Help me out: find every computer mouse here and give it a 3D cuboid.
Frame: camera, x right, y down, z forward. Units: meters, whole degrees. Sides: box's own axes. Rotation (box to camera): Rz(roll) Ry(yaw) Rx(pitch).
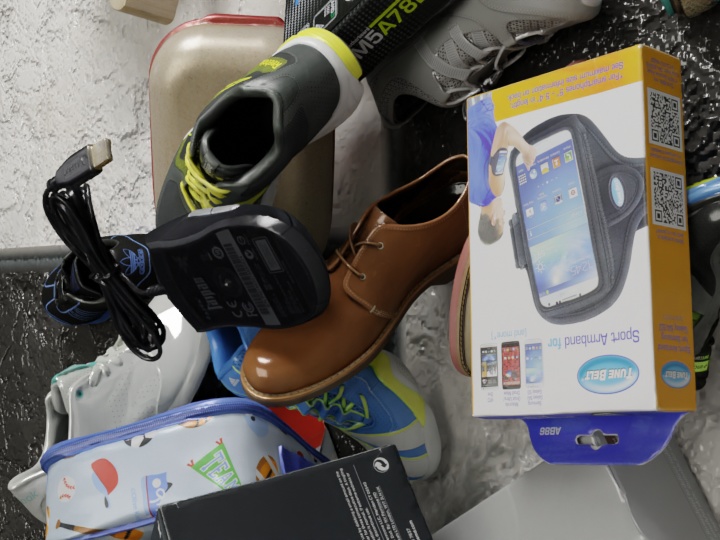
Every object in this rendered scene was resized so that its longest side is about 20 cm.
[{"bbox_3d":[-0.101,-0.025,0.690,0.199,0.046,0.141,-15,113,43],"label":"computer mouse"}]

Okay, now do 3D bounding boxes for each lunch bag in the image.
[{"bbox_3d":[-0.094,0.145,0.736,0.158,0.200,0.076,-19,64,10],"label":"lunch bag"}]

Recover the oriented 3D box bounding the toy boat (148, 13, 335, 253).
[{"bbox_3d":[-0.080,-0.090,0.847,0.129,0.131,0.203,4,115,3],"label":"toy boat"}]

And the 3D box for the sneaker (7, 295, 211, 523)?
[{"bbox_3d":[-0.172,0.081,0.816,0.075,0.088,0.202,-2,57,49],"label":"sneaker"}]

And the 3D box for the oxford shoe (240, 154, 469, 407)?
[{"bbox_3d":[0.000,0.000,0.708,0.200,0.072,0.071,-42,53,-16],"label":"oxford shoe"}]

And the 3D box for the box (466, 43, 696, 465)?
[{"bbox_3d":[0.110,-0.003,0.606,0.118,0.041,0.203,-11,75,47],"label":"box"}]

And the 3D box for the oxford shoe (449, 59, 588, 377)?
[{"bbox_3d":[0.113,-0.016,0.681,0.075,0.070,0.202,34,113,36],"label":"oxford shoe"}]

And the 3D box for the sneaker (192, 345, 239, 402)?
[{"bbox_3d":[-0.133,0.082,0.893,0.199,0.077,0.086,-25,39,44],"label":"sneaker"}]

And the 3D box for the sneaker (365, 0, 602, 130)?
[{"bbox_3d":[0.076,-0.136,0.728,0.199,0.074,0.083,-7,90,56],"label":"sneaker"}]

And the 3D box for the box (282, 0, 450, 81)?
[{"bbox_3d":[0.026,-0.231,0.736,0.193,0.047,0.202,-38,38,40],"label":"box"}]

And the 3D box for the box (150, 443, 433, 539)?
[{"bbox_3d":[-0.054,0.194,0.682,0.201,0.139,0.080,113,142,-51],"label":"box"}]

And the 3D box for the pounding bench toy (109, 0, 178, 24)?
[{"bbox_3d":[-0.173,-0.313,0.930,0.157,0.123,0.201,-54,55,29],"label":"pounding bench toy"}]

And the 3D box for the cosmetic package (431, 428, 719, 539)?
[{"bbox_3d":[0.107,0.179,0.673,0.200,0.090,0.108,-39,62,34],"label":"cosmetic package"}]

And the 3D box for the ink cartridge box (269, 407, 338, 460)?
[{"bbox_3d":[-0.078,0.180,0.880,0.160,0.047,0.202,-36,66,38],"label":"ink cartridge box"}]

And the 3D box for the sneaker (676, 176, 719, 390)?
[{"bbox_3d":[0.172,0.018,0.629,0.083,0.070,0.200,54,129,23],"label":"sneaker"}]

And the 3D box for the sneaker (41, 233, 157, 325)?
[{"bbox_3d":[-0.234,0.006,1.015,0.199,0.077,0.071,-18,77,43],"label":"sneaker"}]

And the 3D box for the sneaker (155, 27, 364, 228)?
[{"bbox_3d":[-0.083,-0.070,0.715,0.075,0.084,0.200,48,129,5],"label":"sneaker"}]

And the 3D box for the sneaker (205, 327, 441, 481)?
[{"bbox_3d":[-0.037,0.073,0.768,0.201,0.105,0.076,52,143,6],"label":"sneaker"}]

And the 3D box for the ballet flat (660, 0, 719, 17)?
[{"bbox_3d":[0.159,-0.235,0.654,0.075,0.068,0.202,-32,71,15],"label":"ballet flat"}]
